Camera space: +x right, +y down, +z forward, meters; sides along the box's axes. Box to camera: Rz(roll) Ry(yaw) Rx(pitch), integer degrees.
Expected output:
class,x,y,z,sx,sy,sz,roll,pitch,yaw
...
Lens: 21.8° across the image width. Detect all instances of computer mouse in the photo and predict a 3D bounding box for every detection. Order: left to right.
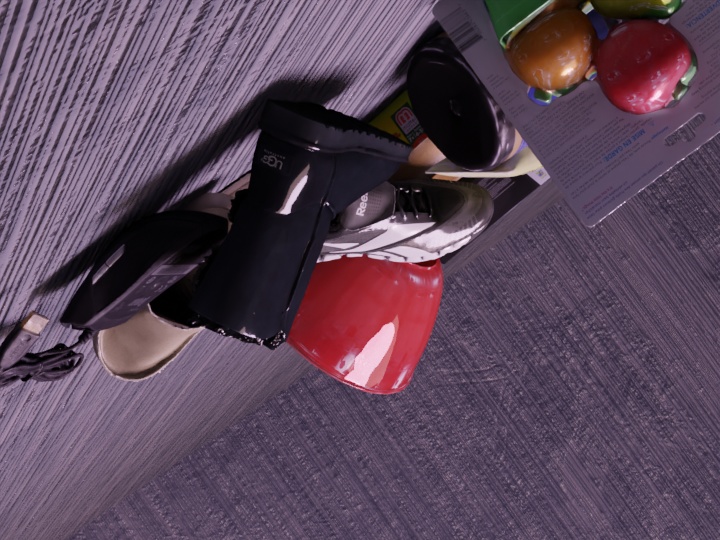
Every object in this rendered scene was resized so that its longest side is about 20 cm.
class,x,y,z,sx,sy,sz,roll,pitch,yaw
computer mouse,-0.192,0.012,1.326,0.200,0.046,0.140,-40,168,21

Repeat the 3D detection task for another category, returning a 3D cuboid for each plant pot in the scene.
class,x,y,z,sx,sy,sz,roll,pitch,yaw
plant pot,0.101,-0.117,1.631,0.199,0.028,0.200,-36,174,-4

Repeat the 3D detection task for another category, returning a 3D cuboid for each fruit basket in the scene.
class,x,y,z,sx,sy,sz,roll,pitch,yaw
fruit basket,0.178,-0.163,1.326,0.185,0.201,0.094,-37,173,7

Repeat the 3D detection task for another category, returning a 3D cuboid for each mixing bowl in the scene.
class,x,y,z,sx,sy,sz,roll,pitch,yaw
mixing bowl,0.000,0.000,1.658,0.109,0.200,0.200,-48,170,25

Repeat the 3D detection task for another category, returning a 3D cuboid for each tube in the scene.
class,x,y,z,sx,sy,sz,roll,pitch,yaw
tube,0.132,-0.102,1.561,0.058,0.052,0.200,-47,169,31

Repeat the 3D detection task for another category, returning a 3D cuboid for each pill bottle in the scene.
class,x,y,z,sx,sy,sz,roll,pitch,yaw
pill bottle,0.142,-0.171,1.490,0.199,0.112,0.112,-34,174,-28

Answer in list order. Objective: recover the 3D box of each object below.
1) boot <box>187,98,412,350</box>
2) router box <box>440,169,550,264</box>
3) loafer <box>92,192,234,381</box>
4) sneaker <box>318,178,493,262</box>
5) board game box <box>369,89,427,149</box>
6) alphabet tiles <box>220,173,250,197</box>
class,x,y,z,sx,sy,sz,roll,pitch,yaw
boot,-0.046,-0.032,1.342,0.169,0.076,0.200,-68,161,10
router box,0.134,-0.121,1.800,0.200,0.052,0.158,-40,-156,32
loafer,-0.150,0.023,1.433,0.200,0.075,0.069,-51,-158,35
sneaker,0.013,-0.048,1.540,0.198,0.067,0.091,-5,159,-1
board game box,0.063,-0.128,1.684,0.101,0.048,0.200,-40,173,29
alphabet tiles,-0.121,-0.031,1.543,0.195,0.015,0.200,-36,174,-10
